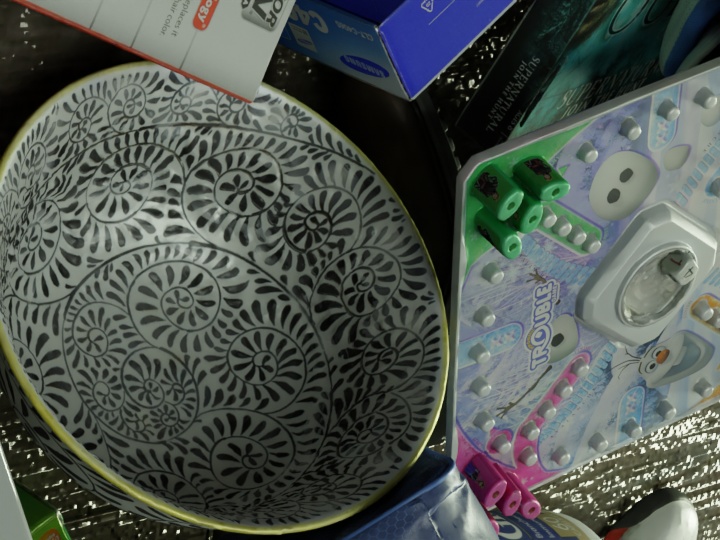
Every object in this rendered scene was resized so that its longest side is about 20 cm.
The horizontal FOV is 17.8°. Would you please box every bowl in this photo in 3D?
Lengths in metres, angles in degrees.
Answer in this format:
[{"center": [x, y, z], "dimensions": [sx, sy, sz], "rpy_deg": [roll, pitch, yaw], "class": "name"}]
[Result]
[{"center": [-0.073, 0.026, 0.915], "dimensions": [0.200, 0.094, 0.202], "rpy_deg": [15, 58, -25], "class": "bowl"}]

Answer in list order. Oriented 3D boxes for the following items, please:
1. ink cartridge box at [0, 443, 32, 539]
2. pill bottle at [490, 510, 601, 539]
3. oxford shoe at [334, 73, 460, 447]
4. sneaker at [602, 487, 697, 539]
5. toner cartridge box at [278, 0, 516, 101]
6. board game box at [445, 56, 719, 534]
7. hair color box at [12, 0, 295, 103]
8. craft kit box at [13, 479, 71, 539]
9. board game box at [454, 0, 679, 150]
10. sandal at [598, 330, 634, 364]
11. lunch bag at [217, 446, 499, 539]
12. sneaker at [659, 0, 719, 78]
[{"center": [-0.191, 0.074, 0.773], "dimensions": [0.083, 0.200, 0.146], "rpy_deg": [-32, 128, -28], "class": "ink cartridge box"}, {"center": [0.027, 0.170, 1.085], "dimensions": [0.199, 0.111, 0.112], "rpy_deg": [4, 106, -44], "class": "pill bottle"}, {"center": [0.000, 0.000, 1.012], "dimensions": [0.084, 0.073, 0.201], "rpy_deg": [-16, 118, -31], "class": "oxford shoe"}, {"center": [0.151, 0.221, 1.227], "dimensions": [0.202, 0.108, 0.067], "rpy_deg": [-55, 136, -9], "class": "sneaker"}, {"center": [0.050, -0.162, 0.966], "dimensions": [0.200, 0.095, 0.043], "rpy_deg": [-44, 133, -18], "class": "toner cartridge box"}, {"center": [0.126, 0.007, 0.977], "dimensions": [0.199, 0.026, 0.201], "rpy_deg": [-22, 136, -24], "class": "board game box"}, {"center": [-0.104, -0.142, 0.820], "dimensions": [0.199, 0.061, 0.102], "rpy_deg": [22, 93, -45], "class": "hair color box"}, {"center": [-0.179, 0.222, 0.968], "dimensions": [0.200, 0.048, 0.198], "rpy_deg": [-39, 134, -24], "class": "craft kit box"}, {"center": [0.127, -0.125, 1.020], "dimensions": [0.200, 0.028, 0.136], "rpy_deg": [-25, 151, -58], "class": "board game box"}, {"center": [0.120, -0.027, 1.093], "dimensions": [0.207, 0.059, 0.080], "rpy_deg": [-54, 141, -56], "class": "sandal"}, {"center": [-0.022, 0.173, 0.918], "dimensions": [0.199, 0.136, 0.133], "rpy_deg": [-29, 96, -6], "class": "lunch bag"}, {"center": [0.170, -0.083, 1.045], "dimensions": [0.146, 0.081, 0.200], "rpy_deg": [-29, 155, -36], "class": "sneaker"}]
